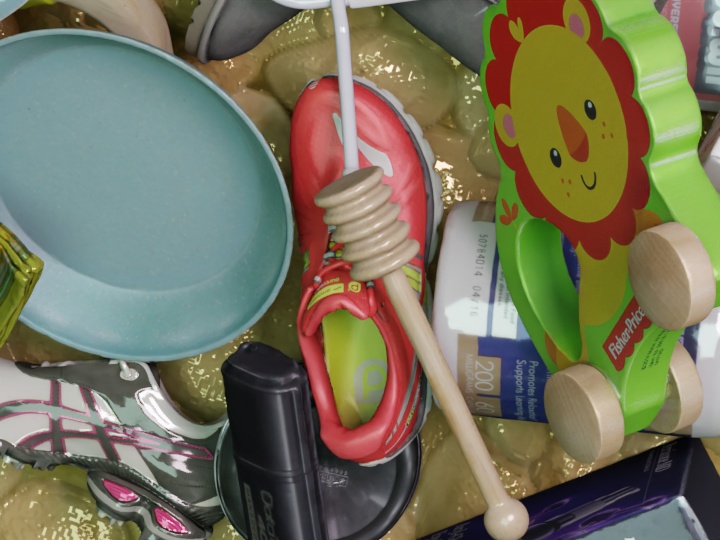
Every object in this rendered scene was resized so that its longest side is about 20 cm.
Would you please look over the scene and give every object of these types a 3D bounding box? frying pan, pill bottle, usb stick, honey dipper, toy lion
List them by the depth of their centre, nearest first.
[{"bbox_3d":[0.108,-0.037,1.245,0.069,0.200,0.192,-19,65,-26],"label":"toy lion"},{"bbox_3d":[0.036,0.044,1.328,0.038,0.038,0.200,-23,104,12],"label":"honey dipper"},{"bbox_3d":[0.140,0.027,1.377,0.200,0.111,0.111,5,100,9],"label":"pill bottle"},{"bbox_3d":[-0.037,0.131,1.397,0.055,0.033,0.200,20,127,44],"label":"usb stick"},{"bbox_3d":[-0.044,0.133,1.442,0.115,0.031,0.190,39,89,-20],"label":"frying pan"}]

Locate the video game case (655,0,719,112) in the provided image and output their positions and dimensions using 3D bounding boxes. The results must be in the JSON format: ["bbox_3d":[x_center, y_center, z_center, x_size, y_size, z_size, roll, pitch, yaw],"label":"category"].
[{"bbox_3d":[0.235,-0.146,1.381,0.200,0.017,0.143,7,100,8],"label":"video game case"}]

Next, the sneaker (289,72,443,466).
[{"bbox_3d":[0.000,0.000,1.365,0.077,0.085,0.200,-7,95,17],"label":"sneaker"}]

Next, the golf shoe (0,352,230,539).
[{"bbox_3d":[-0.154,0.073,1.459,0.200,0.077,0.088,29,95,-5],"label":"golf shoe"}]

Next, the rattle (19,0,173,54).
[{"bbox_3d":[-0.130,-0.124,1.442,0.200,0.143,0.130,35,118,-26],"label":"rattle"}]

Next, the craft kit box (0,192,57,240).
[{"bbox_3d":[-0.291,-0.059,1.470,0.197,0.049,0.200,-34,93,15],"label":"craft kit box"}]

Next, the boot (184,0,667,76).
[{"bbox_3d":[0.032,-0.130,1.389,0.200,0.073,0.182,37,104,1],"label":"boot"}]

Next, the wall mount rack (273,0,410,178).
[{"bbox_3d":[0.042,-0.128,1.320,0.200,0.075,0.174,-7,116,7],"label":"wall mount rack"}]

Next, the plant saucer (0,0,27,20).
[{"bbox_3d":[-0.209,-0.196,1.373,0.200,0.200,0.027,-28,138,13],"label":"plant saucer"}]

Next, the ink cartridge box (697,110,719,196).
[{"bbox_3d":[0.238,-0.069,1.281,0.125,0.129,0.200,30,75,3],"label":"ink cartridge box"}]

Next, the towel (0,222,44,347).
[{"bbox_3d":[-0.252,-0.040,1.407,0.200,0.018,0.086,41,137,7],"label":"towel"}]

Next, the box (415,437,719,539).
[{"bbox_3d":[0.099,0.177,1.392,0.200,0.148,0.104,-23,94,11],"label":"box"}]

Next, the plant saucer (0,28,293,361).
[{"bbox_3d":[-0.126,-0.044,1.385,0.200,0.036,0.200,9,127,12],"label":"plant saucer"}]
